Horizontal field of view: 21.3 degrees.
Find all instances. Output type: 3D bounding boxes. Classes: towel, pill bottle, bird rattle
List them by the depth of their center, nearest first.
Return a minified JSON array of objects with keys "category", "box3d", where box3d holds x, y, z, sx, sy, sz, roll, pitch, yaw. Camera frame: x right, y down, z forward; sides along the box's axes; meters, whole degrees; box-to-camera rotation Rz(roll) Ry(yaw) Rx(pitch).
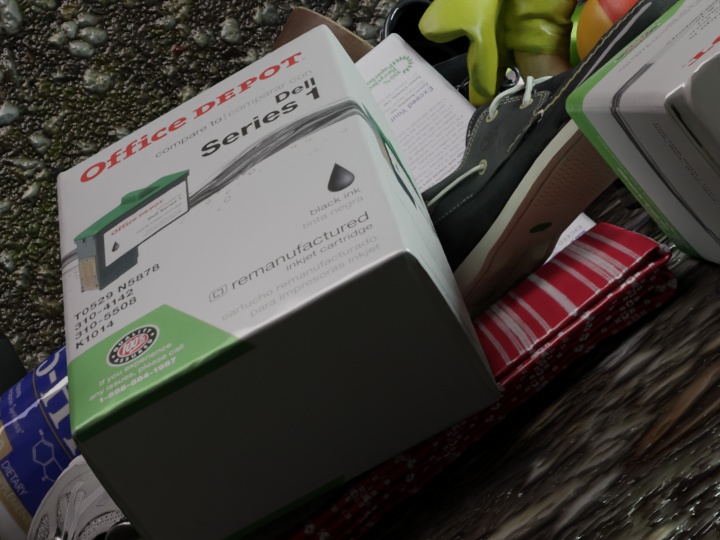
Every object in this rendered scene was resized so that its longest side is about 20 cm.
[{"category":"towel","box3d":[0.040,0.052,0.791,0.200,0.023,0.145,-39,7,1]},{"category":"bird rattle","box3d":[0.139,-0.147,1.020,0.200,0.163,0.113,-38,-16,7]},{"category":"pill bottle","box3d":[-0.112,0.074,1.060,0.200,0.120,0.120,-39,6,7]}]

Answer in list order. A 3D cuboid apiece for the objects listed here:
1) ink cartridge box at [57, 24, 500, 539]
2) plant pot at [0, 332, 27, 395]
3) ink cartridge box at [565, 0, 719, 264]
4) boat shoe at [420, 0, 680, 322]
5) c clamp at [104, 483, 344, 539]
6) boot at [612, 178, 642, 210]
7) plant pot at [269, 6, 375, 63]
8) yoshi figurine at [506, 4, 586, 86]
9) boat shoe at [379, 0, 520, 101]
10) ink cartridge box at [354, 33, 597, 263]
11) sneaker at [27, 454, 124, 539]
[{"category":"ink cartridge box","box3d":[-0.042,0.003,0.775,0.145,0.085,0.200,-29,32,6]},{"category":"plant pot","box3d":[-0.403,0.170,1.830,0.177,0.201,0.199,-27,-3,-41]},{"category":"ink cartridge box","box3d":[0.164,-0.073,0.666,0.145,0.084,0.200,-40,6,1]},{"category":"boat shoe","box3d":[0.075,-0.055,0.828,0.072,0.068,0.200,-5,-37,-50]},{"category":"c clamp","box3d":[-0.052,0.074,0.825,0.170,0.027,0.200,-22,19,20]},{"category":"boot","box3d":[0.147,-0.138,0.892,0.204,0.154,0.073,-43,7,-29]},{"category":"plant pot","box3d":[-0.038,-0.082,1.594,0.201,0.186,0.187,-55,8,-4]},{"category":"yoshi figurine","box3d":[0.114,-0.110,1.155,0.200,0.112,0.112,-31,23,42]},{"category":"boat shoe","box3d":[0.058,-0.092,1.109,0.074,0.063,0.200,-18,42,-9]},{"category":"ink cartridge box","box3d":[0.000,0.000,0.954,0.199,0.041,0.200,-38,50,-4]},{"category":"sneaker","box3d":[-0.123,0.132,0.921,0.082,0.075,0.200,-41,7,-34]}]
